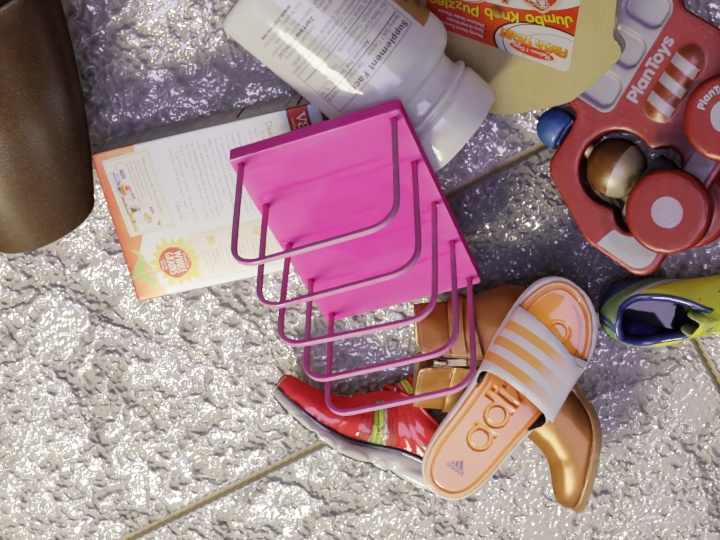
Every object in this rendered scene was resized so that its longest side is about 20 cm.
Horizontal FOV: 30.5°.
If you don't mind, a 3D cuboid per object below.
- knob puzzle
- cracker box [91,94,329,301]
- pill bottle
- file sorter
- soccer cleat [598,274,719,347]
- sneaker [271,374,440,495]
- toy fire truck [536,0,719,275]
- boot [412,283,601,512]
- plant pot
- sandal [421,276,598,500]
[{"bbox_3d":[0.113,-0.204,1.017,0.219,0.031,0.220,22,142,18],"label":"knob puzzle"},{"bbox_3d":[-0.108,-0.063,1.109,0.199,0.058,0.135,-11,108,10],"label":"cracker box"},{"bbox_3d":[0.002,-0.169,1.020,0.200,0.114,0.114,39,108,-12],"label":"pill bottle"},{"bbox_3d":[0.000,0.000,1.008,0.138,0.126,0.200,-14,135,15],"label":"file sorter"},{"bbox_3d":[0.296,0.033,1.083,0.199,0.084,0.065,-6,107,8],"label":"soccer cleat"},{"bbox_3d":[0.019,0.127,1.163,0.199,0.077,0.085,24,90,-7],"label":"sneaker"},{"bbox_3d":[0.232,-0.109,1.043,0.168,0.112,0.201,37,109,19],"label":"toy fire truck"},{"bbox_3d":[0.122,0.112,1.120,0.154,0.077,0.202,-5,103,-4],"label":"boot"},{"bbox_3d":[-0.295,-0.122,1.061,0.186,0.187,0.201,-15,121,11],"label":"plant pot"},{"bbox_3d":[0.124,0.104,1.061,0.079,0.059,0.207,33,94,-3],"label":"sandal"}]
